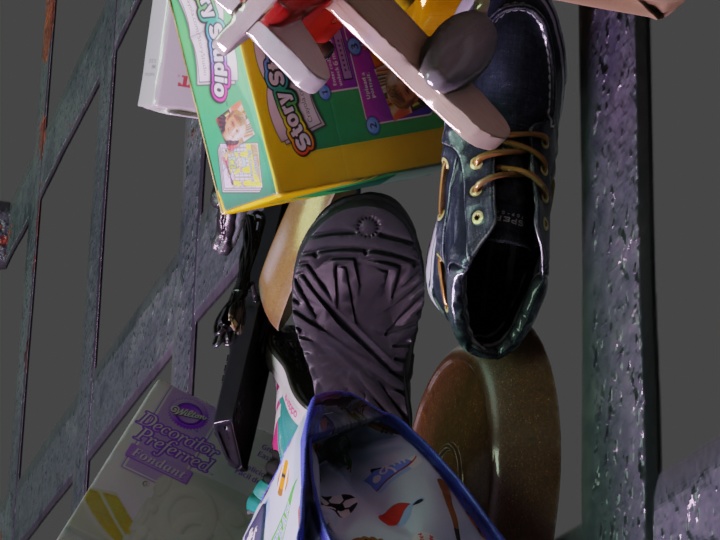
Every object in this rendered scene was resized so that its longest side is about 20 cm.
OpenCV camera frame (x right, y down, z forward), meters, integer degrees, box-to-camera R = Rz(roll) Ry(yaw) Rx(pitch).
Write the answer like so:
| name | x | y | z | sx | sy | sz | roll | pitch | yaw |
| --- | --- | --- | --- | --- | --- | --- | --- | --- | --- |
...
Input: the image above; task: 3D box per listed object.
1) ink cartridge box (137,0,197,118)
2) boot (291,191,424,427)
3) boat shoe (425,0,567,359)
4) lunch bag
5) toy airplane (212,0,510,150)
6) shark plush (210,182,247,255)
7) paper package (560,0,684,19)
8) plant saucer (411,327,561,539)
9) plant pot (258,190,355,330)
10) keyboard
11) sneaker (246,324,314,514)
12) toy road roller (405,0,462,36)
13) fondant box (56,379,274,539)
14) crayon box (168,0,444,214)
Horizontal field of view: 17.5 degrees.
| name | x | y | z | sx | sy | sz | roll | pitch | yaw |
| --- | --- | --- | --- | --- | --- | --- | --- | --- | --- |
| ink cartridge box | -0.080 | -0.207 | 1.741 | 0.085 | 0.144 | 0.201 | -168 | 86 | -74 |
| boot | 0.000 | 0.000 | 1.409 | 0.168 | 0.076 | 0.201 | -91 | -2 | -53 |
| boat shoe | 0.080 | -0.055 | 1.259 | 0.091 | 0.070 | 0.201 | -113 | 28 | -69 |
| lunch bag | 0.001 | 0.187 | 1.224 | 0.200 | 0.123 | 0.170 | 58 | 141 | 28 |
| toy airplane | -0.015 | -0.164 | 1.194 | 0.141 | 0.200 | 0.199 | -43 | 46 | 8 |
| shark plush | -0.046 | -0.097 | 1.474 | 0.091 | 0.083 | 0.201 | 26 | 105 | 49 |
| paper package | 0.084 | -0.235 | 1.105 | 0.103 | 0.190 | 0.201 | 148 | 126 | -66 |
| plant saucer | 0.061 | 0.125 | 1.309 | 0.200 | 0.034 | 0.201 | -173 | 90 | -74 |
| plant pot | -0.021 | -0.056 | 1.533 | 0.201 | 0.027 | 0.200 | -64 | -1 | -3 |
| keyboard | -0.074 | 0.026 | 1.571 | 0.127 | 0.020 | 0.201 | 82 | -165 | -52 |
| sneaker | -0.031 | 0.117 | 1.554 | 0.200 | 0.083 | 0.121 | -105 | 26 | -73 |
| toy road roller | 0.068 | -0.212 | 1.298 | 0.200 | 0.122 | 0.147 | 159 | 103 | -72 |
| fondant box | -0.119 | 0.183 | 1.574 | 0.200 | 0.144 | 0.058 | -61 | -5 | -48 |
| crayon box | -0.026 | -0.146 | 1.371 | 0.058 | 0.172 | 0.201 | -16 | 87 | 48 |
